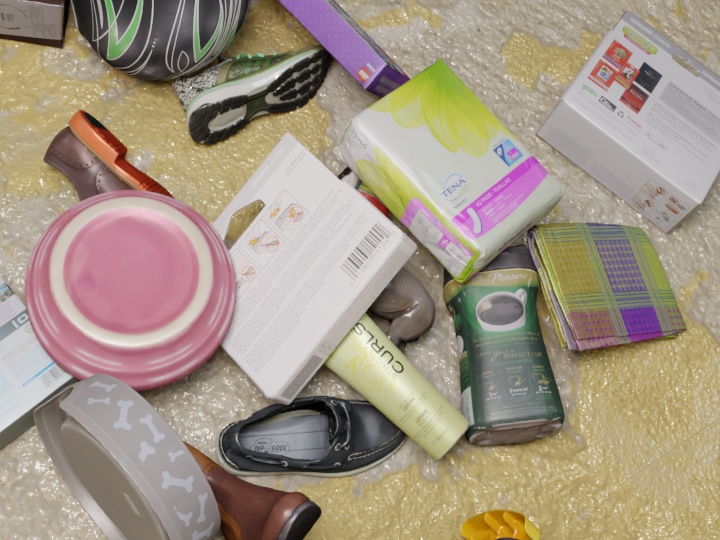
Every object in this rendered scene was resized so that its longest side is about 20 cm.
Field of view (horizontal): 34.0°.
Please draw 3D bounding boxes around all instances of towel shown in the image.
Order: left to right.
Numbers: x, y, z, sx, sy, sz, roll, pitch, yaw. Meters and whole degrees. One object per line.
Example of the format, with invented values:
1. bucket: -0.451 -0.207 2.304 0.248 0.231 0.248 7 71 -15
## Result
1. towel: 0.268 0.014 1.290 0.197 0.023 0.146 -4 67 -39

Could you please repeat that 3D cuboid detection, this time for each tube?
1. tube: 0.018 0.100 1.153 0.200 0.052 0.058 44 53 3

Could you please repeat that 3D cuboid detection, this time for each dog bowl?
1. dog bowl: -0.198 0.177 1.017 0.058 0.201 0.200 -39 80 -29

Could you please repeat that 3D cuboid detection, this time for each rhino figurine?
1. rhino figurine: 0.000 0.000 1.194 0.087 0.060 0.201 -37 98 -2

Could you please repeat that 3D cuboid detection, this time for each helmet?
1. helmet: -0.207 -0.297 1.224 0.197 0.199 0.194 -18 109 -22

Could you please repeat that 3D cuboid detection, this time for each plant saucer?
1. plant saucer: -0.213 0.010 1.099 0.197 0.051 0.204 5 65 -10

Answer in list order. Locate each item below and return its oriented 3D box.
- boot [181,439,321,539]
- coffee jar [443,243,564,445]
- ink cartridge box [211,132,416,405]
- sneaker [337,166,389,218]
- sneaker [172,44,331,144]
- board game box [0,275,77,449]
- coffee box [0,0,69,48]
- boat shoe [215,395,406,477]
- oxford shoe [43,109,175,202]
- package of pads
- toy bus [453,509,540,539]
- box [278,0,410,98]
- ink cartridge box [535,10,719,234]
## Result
1. boot: -0.131 0.177 1.043 0.200 0.188 0.069 43 73 4
2. coffee jar: 0.144 0.073 1.222 0.102 0.086 0.204 -5 68 -3
3. ink cartridge box: -0.070 -0.004 1.149 0.176 0.045 0.201 43 95 28
4. sneaker: 0.006 -0.071 1.269 0.085 0.077 0.200 47 69 -9
5. sneaker: -0.121 -0.217 1.294 0.198 0.077 0.089 -26 63 -28
6. board game box: -0.381 0.072 1.091 0.147 0.064 0.201 -37 82 -27
7. coffee box: -0.407 -0.317 1.249 0.196 0.080 0.116 8 65 -12
8. boat shoe: -0.041 0.157 1.145 0.196 0.066 0.076 1 65 -15
9. oxford shoe: -0.239 -0.067 1.204 0.072 0.071 0.200 -43 90 7
10. package of pads: 0.090 -0.102 1.210 0.154 0.068 0.200 -36 77 -33
11. toy bus: 0.133 0.354 1.083 0.192 0.135 0.201 42 63 -12
12. box: -0.036 -0.275 1.307 0.039 0.137 0.200 -45 82 12
13. ink cartridge box: 0.339 -0.178 1.392 0.199 0.084 0.176 37 62 3
